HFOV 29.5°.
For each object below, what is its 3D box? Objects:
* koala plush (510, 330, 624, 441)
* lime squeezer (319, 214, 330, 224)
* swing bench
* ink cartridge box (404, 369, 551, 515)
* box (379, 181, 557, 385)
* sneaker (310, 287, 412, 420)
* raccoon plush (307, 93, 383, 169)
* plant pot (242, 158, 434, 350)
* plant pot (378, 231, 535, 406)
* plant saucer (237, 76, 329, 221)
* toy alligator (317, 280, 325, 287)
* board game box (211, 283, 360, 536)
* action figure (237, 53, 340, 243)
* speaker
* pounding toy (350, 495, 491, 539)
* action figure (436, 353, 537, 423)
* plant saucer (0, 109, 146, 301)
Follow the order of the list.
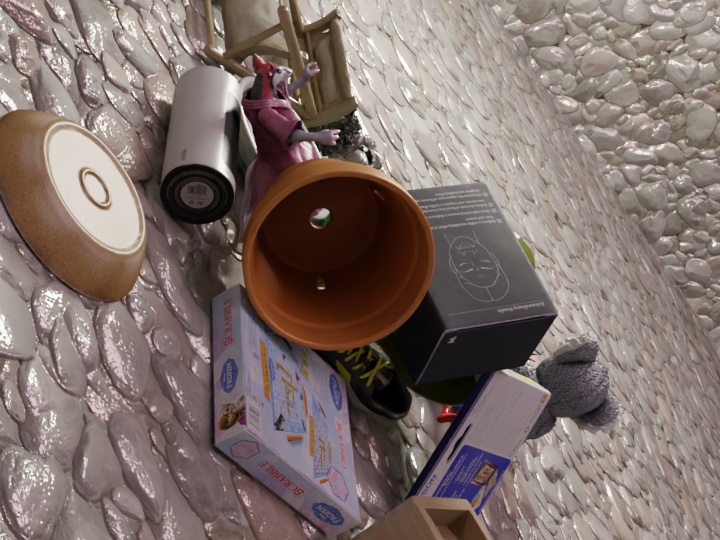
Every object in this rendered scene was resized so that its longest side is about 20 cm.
[{"bbox_3d":[0.263,0.172,1.946,0.184,0.200,0.177,-58,133,-64],"label":"koala plush"},{"bbox_3d":[-0.028,-0.085,1.795,0.038,0.071,0.200,52,-15,-5],"label":"lime squeezer"},{"bbox_3d":[-0.110,-0.313,1.816,0.200,0.130,0.199,50,22,-44],"label":"swing bench"},{"bbox_3d":[0.135,0.208,1.657,0.047,0.198,0.200,34,3,33],"label":"ink cartridge box"},{"bbox_3d":[0.104,0.012,1.551,0.148,0.107,0.200,-7,54,-26],"label":"box"},{"bbox_3d":[0.000,0.095,1.560,0.085,0.074,0.200,24,-22,53],"label":"sneaker"},{"bbox_3d":[-0.031,-0.213,1.937,0.134,0.097,0.200,53,20,-44],"label":"raccoon plush"},{"bbox_3d":[-0.033,-0.035,1.456,0.200,0.200,0.140,52,6,-26],"label":"plant pot"},{"bbox_3d":[0.126,0.035,1.727,0.200,0.187,0.187,-46,111,-29],"label":"plant pot"},{"bbox_3d":[-0.110,-0.143,1.701,0.200,0.050,0.200,49,24,-31],"label":"plant saucer"},{"bbox_3d":[-0.047,-0.004,1.667,0.200,0.054,0.059,35,33,-51],"label":"toy alligator"},{"bbox_3d":[-0.078,0.145,1.418,0.200,0.041,0.200,46,25,-37],"label":"board game box"},{"bbox_3d":[-0.098,-0.152,1.544,0.134,0.149,0.200,-104,176,-60],"label":"action figure"},{"bbox_3d":[-0.174,-0.141,1.502,0.081,0.081,0.200,49,23,-32],"label":"speaker"},{"bbox_3d":[0.074,0.357,1.420,0.200,0.142,0.184,59,17,23],"label":"pounding toy"},{"bbox_3d":[0.174,0.138,1.843,0.200,0.099,0.065,-71,148,-43],"label":"action figure"},{"bbox_3d":[-0.257,-0.069,1.267,0.200,0.035,0.200,50,23,-30],"label":"plant saucer"}]
